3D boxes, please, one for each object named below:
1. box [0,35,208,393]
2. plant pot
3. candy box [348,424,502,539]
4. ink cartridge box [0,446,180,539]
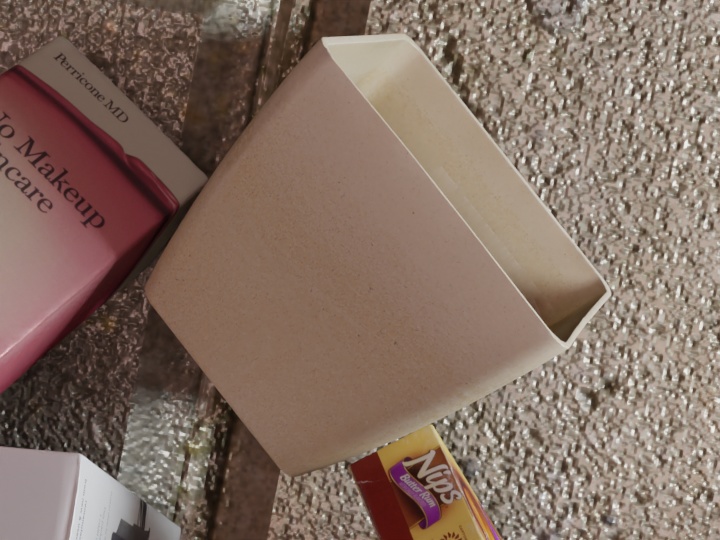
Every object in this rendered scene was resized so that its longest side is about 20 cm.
[{"bbox_3d":[-0.204,-0.019,1.005,0.128,0.200,0.109,44,137,0],"label":"box"},{"bbox_3d":[0.000,0.000,1.008,0.177,0.200,0.200,-38,87,17],"label":"plant pot"},{"bbox_3d":[0.065,0.188,0.990,0.056,0.200,0.117,-28,49,4],"label":"candy box"},{"bbox_3d":[-0.200,0.160,1.015,0.145,0.200,0.084,3,72,11],"label":"ink cartridge box"}]
